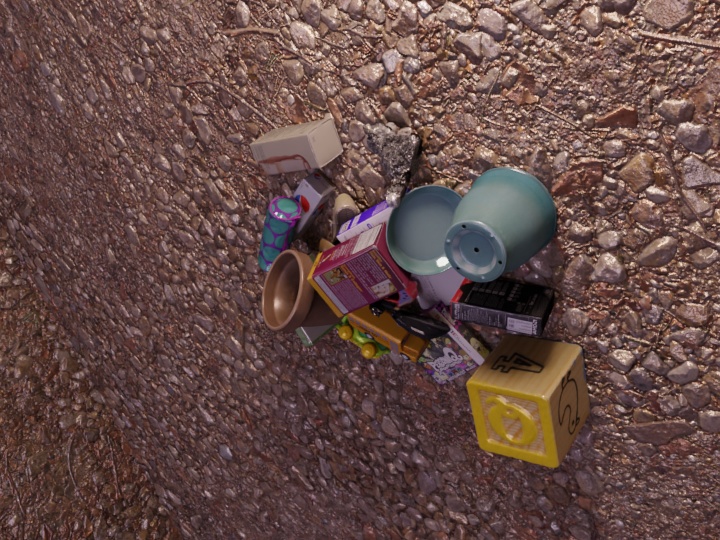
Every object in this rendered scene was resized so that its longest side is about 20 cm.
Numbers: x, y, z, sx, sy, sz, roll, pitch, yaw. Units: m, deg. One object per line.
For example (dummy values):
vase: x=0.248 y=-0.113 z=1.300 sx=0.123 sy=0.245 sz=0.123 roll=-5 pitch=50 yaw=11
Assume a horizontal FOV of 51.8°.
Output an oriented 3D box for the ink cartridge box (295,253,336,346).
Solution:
ink cartridge box: x=-0.137 y=0.078 z=1.968 sx=0.048 sy=0.145 sz=0.201 roll=-18 pitch=106 yaw=55

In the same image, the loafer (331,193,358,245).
loafer: x=-0.034 y=-0.111 z=1.810 sx=0.075 sy=0.069 sz=0.201 roll=2 pitch=145 yaw=-5

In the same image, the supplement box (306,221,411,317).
supplement box: x=0.000 y=0.000 z=1.677 sx=0.199 sy=0.104 sz=0.131 roll=-24 pitch=116 yaw=30

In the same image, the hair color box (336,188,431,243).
hair color box: x=0.056 y=-0.093 z=1.697 sx=0.199 sy=0.065 sz=0.109 roll=-27 pitch=114 yaw=30

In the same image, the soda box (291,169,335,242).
soda box: x=-0.140 y=-0.161 z=1.867 sx=0.068 sy=0.064 sz=0.200 roll=45 pitch=138 yaw=5

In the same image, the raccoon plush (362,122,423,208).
raccoon plush: x=0.048 y=-0.236 z=1.569 sx=0.133 sy=0.201 sz=0.097 roll=16 pitch=140 yaw=14

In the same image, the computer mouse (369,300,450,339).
computer mouse: x=0.106 y=0.118 z=1.743 sx=0.198 sy=0.140 sz=0.046 roll=16 pitch=98 yaw=-9

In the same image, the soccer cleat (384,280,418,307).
soccer cleat: x=0.054 y=0.029 z=1.806 sx=0.199 sy=0.076 sz=0.067 roll=28 pitch=139 yaw=39

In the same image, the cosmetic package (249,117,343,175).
cosmetic package: x=-0.153 y=-0.291 z=1.759 sx=0.199 sy=0.103 sz=0.088 roll=0 pitch=120 yaw=42

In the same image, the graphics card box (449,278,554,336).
graphics card box: x=0.304 y=0.071 z=1.585 sx=0.198 sy=0.126 sz=0.051 roll=9 pitch=122 yaw=23

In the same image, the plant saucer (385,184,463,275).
plant saucer: x=0.147 y=-0.090 z=1.617 sx=0.036 sy=0.199 sz=0.201 roll=-126 pitch=15 yaw=-70

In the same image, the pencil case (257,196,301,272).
pencil case: x=-0.203 y=-0.087 z=1.863 sx=0.092 sy=0.085 sz=0.201 roll=47 pitch=141 yaw=27

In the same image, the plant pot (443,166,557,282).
plant pot: x=0.264 y=-0.079 z=1.484 sx=0.199 sy=0.188 sz=0.201 roll=20 pitch=128 yaw=27

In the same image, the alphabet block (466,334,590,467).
alphabet block: x=0.374 y=0.281 z=1.638 sx=0.195 sy=0.200 sz=0.197 roll=4 pitch=121 yaw=38

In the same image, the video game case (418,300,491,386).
video game case: x=0.197 y=0.183 z=1.825 sx=0.181 sy=0.036 sz=0.200 roll=46 pitch=141 yaw=-3

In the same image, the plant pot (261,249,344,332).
plant pot: x=-0.126 y=0.066 z=1.840 sx=0.200 sy=0.174 sz=0.202 roll=-28 pitch=55 yaw=48

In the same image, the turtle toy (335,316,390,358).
turtle toy: x=0.004 y=0.146 z=1.920 sx=0.200 sy=0.101 sz=0.146 roll=38 pitch=-179 yaw=12

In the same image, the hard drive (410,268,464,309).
hard drive: x=0.197 y=0.018 z=1.732 sx=0.199 sy=0.026 sz=0.133 roll=-14 pitch=109 yaw=45

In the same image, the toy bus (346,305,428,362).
toy bus: x=0.067 y=0.143 z=1.810 sx=0.199 sy=0.065 sz=0.078 roll=28 pitch=157 yaw=23

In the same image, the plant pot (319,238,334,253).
plant pot: x=-0.037 y=0.004 z=1.845 sx=0.200 sy=0.027 sz=0.200 roll=45 pitch=170 yaw=10
